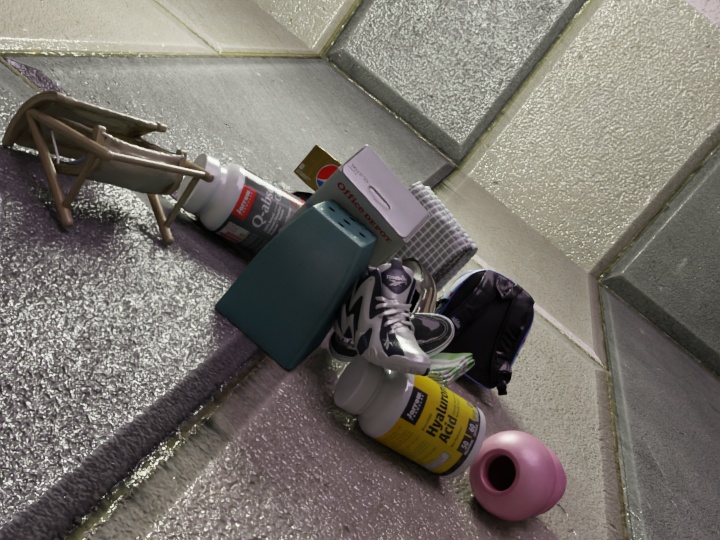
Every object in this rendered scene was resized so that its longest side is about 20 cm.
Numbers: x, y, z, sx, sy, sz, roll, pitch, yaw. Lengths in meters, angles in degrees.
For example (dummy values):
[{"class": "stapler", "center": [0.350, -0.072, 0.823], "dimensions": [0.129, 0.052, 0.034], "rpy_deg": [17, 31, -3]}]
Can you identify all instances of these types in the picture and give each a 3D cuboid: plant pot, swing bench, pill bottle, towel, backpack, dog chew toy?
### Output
[{"class": "plant pot", "center": [-0.075, 0.007, 1.264], "dimensions": [0.141, 0.200, 0.141], "rpy_deg": [40, 18, 5]}, {"class": "swing bench", "center": [-0.351, -0.156, 1.241], "dimensions": [0.200, 0.130, 0.198], "rpy_deg": [48, 21, 27]}, {"class": "pill bottle", "center": [-0.188, -0.100, 1.436], "dimensions": [0.199, 0.116, 0.116], "rpy_deg": [28, 21, -28]}, {"class": "towel", "center": [0.087, -0.034, 1.590], "dimensions": [0.166, 0.200, 0.085], "rpy_deg": [51, 17, 19]}, {"class": "backpack", "center": [0.220, 0.096, 1.625], "dimensions": [0.199, 0.191, 0.154], "rpy_deg": [35, 3, -9]}, {"class": "pill bottle", "center": [0.066, 0.196, 1.226], "dimensions": [0.199, 0.112, 0.112], "rpy_deg": [31, 20, -18]}, {"class": "dog chew toy", "center": [0.242, 0.304, 1.302], "dimensions": [0.200, 0.125, 0.125], "rpy_deg": [27, 20, -54]}, {"class": "towel", "center": [0.086, 0.146, 1.386], "dimensions": [0.148, 0.031, 0.200], "rpy_deg": [5, 8, 21]}]

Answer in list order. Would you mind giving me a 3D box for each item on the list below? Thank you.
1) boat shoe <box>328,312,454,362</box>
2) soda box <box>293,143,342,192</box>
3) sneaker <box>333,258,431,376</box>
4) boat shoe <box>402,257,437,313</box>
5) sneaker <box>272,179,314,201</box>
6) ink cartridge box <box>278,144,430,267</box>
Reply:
[{"class": "boat shoe", "center": [0.053, 0.092, 1.329], "dimensions": [0.197, 0.068, 0.074], "rpy_deg": [-1, 67, -14]}, {"class": "soda box", "center": [-0.021, -0.134, 1.567], "dimensions": [0.200, 0.068, 0.064], "rpy_deg": [40, 0, 22]}, {"class": "sneaker", "center": [0.043, 0.053, 1.192], "dimensions": [0.079, 0.131, 0.199], "rpy_deg": [15, 9, -27]}, {"class": "boat shoe", "center": [0.083, 0.043, 1.455], "dimensions": [0.201, 0.074, 0.074], "rpy_deg": [-92, 159, -48]}, {"class": "sneaker", "center": [-0.081, -0.101, 1.568], "dimensions": [0.198, 0.060, 0.104], "rpy_deg": [20, 24, 9]}, {"class": "ink cartridge box", "center": [-0.011, -0.070, 1.344], "dimensions": [0.146, 0.200, 0.083], "rpy_deg": [48, 48, -3]}]
